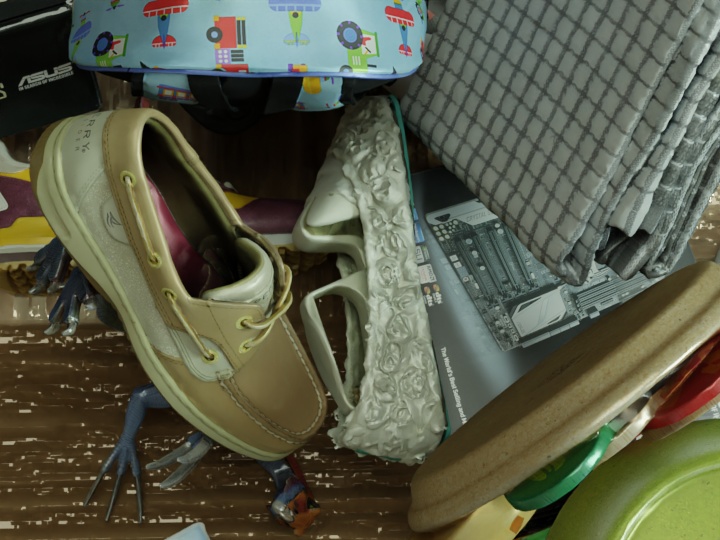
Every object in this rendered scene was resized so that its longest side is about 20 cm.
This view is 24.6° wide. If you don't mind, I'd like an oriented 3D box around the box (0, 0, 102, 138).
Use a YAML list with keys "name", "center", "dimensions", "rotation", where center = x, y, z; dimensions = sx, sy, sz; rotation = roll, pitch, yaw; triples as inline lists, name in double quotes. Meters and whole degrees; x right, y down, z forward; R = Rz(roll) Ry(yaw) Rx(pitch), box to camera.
- name: "box"
  center: [-0.249, -0.164, 0.904]
  dimensions: [0.164, 0.086, 0.200]
  rotation: [-17, 59, -8]

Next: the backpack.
- name: "backpack"
  center: [-0.053, -0.145, 0.792]
  dimensions: [0.182, 0.200, 0.135]
  rotation: [2, 105, -1]

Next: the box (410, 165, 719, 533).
- name: "box"
  center: [0.107, 0.032, 0.889]
  dimensions: [0.158, 0.050, 0.200]
  rotation: [-13, 70, -7]

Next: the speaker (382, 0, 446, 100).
- name: "speaker"
  center: [0.003, -0.162, 0.941]
  dimensions: [0.200, 0.081, 0.081]
  rotation: [40, 73, 11]

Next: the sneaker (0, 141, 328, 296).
- name: "sneaker"
  center: [-0.107, -0.040, 0.892]
  dimensions: [0.200, 0.075, 0.090]
  rotation: [-3, 75, -5]

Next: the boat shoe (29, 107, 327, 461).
- name: "boat shoe"
  center: [-0.069, 0.010, 0.756]
  dimensions: [0.066, 0.200, 0.074]
  rotation: [-15, 35, 35]

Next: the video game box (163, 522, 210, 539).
- name: "video game box"
  center: [-0.123, 0.249, 0.800]
  dimensions: [0.200, 0.047, 0.182]
  rotation: [-26, 75, -12]

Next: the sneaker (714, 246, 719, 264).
- name: "sneaker"
  center: [0.288, -0.036, 0.903]
  dimensions: [0.200, 0.089, 0.075]
  rotation: [-23, 74, -10]

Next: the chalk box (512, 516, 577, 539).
- name: "chalk box"
  center: [0.152, 0.212, 0.786]
  dimensions: [0.124, 0.125, 0.200]
  rotation: [-19, 71, -10]

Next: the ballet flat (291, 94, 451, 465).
- name: "ballet flat"
  center: [0.000, 0.000, 0.834]
  dimensions: [0.072, 0.072, 0.200]
  rotation: [-7, 72, -5]

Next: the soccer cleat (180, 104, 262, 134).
- name: "soccer cleat"
  center: [-0.116, -0.166, 0.949]
  dimensions: [0.068, 0.073, 0.200]
  rotation: [-33, 92, -13]

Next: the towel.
- name: "towel"
  center: [0.123, -0.110, 0.801]
  dimensions: [0.086, 0.200, 0.166]
  rotation: [6, 29, -37]

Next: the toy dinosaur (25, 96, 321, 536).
- name: "toy dinosaur"
  center: [-0.075, 0.047, 0.823]
  dimensions: [0.181, 0.105, 0.200]
  rotation: [31, 87, -31]

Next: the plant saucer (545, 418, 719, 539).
- name: "plant saucer"
  center: [0.175, 0.158, 0.727]
  dimensions: [0.200, 0.031, 0.200]
  rotation: [1, 69, -3]

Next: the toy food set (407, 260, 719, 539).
- name: "toy food set"
  center: [0.103, 0.064, 0.746]
  dimensions: [0.049, 0.198, 0.200]
  rotation: [53, 37, 2]
